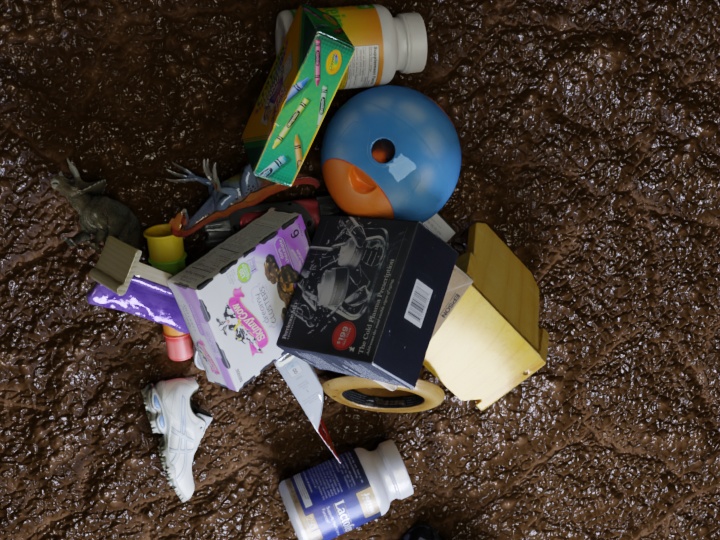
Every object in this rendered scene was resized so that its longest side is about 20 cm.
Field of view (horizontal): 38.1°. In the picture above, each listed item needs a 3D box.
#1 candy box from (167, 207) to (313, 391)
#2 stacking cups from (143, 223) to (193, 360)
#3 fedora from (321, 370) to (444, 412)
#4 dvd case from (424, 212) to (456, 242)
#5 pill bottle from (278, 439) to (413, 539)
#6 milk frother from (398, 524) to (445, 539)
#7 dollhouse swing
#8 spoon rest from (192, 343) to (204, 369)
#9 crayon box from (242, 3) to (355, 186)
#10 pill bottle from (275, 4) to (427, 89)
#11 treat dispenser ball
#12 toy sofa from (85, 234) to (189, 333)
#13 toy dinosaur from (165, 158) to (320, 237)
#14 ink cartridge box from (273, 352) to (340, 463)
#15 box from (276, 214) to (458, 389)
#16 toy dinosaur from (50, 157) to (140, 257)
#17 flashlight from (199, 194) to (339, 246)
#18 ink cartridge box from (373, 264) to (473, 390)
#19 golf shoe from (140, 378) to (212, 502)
[{"bbox_3d":[-0.147,0.038,1.443,0.200,0.071,0.169,-39,124,-33],"label":"candy box"},{"bbox_3d":[-0.277,0.036,1.523,0.060,0.061,0.202,-7,111,-13],"label":"stacking cups"},{"bbox_3d":[0.037,0.162,1.614,0.198,0.200,0.083,14,68,-19],"label":"fedora"},{"bbox_3d":[0.034,-0.035,1.607,0.200,0.018,0.143,-46,114,4],"label":"dvd case"},{"bbox_3d":[-0.022,0.354,1.673,0.198,0.116,0.117,-24,113,-7],"label":"pill bottle"},{"bbox_3d":[0.129,0.571,1.752,0.188,0.180,0.200,41,91,-23],"label":"milk frother"},{"bbox_3d":[0.175,0.062,1.618,0.181,0.176,0.200,-39,115,17],"label":"dollhouse swing"},{"bbox_3d":[-0.187,0.064,1.542,0.099,0.060,0.202,-1,121,-56],"label":"spoon rest"},{"bbox_3d":[-0.083,-0.225,1.339,0.058,0.119,0.201,18,114,-23],"label":"crayon box"},{"bbox_3d":[-0.013,-0.310,1.448,0.198,0.111,0.112,-7,110,-13],"label":"pill bottle"},{"bbox_3d":[0.043,-0.158,1.467,0.198,0.201,0.203,-5,110,-14],"label":"treat dispenser ball"},{"bbox_3d":[-0.270,0.033,1.433,0.199,0.082,0.098,25,88,-46],"label":"toy sofa"},{"bbox_3d":[-0.178,-0.105,1.456,0.199,0.105,0.183,33,83,-8],"label":"toy dinosaur"},{"bbox_3d":[-0.076,0.170,1.570,0.047,0.160,0.201,-31,114,-1],"label":"ink cartridge box"},{"bbox_3d":[0.008,0.039,1.417,0.104,0.181,0.202,33,70,-44],"label":"box"},{"bbox_3d":[-0.347,-0.060,1.459,0.200,0.076,0.103,42,61,-37],"label":"toy dinosaur"},{"bbox_3d":[-0.130,-0.068,1.523,0.198,0.068,0.069,-8,106,-14],"label":"flashlight"},{"bbox_3d":[0.042,0.044,1.512,0.075,0.165,0.201,33,95,-42],"label":"ink cartridge box"},{"bbox_3d":[-0.267,0.258,1.597,0.096,0.078,0.202,-16,113,-16],"label":"golf shoe"}]
